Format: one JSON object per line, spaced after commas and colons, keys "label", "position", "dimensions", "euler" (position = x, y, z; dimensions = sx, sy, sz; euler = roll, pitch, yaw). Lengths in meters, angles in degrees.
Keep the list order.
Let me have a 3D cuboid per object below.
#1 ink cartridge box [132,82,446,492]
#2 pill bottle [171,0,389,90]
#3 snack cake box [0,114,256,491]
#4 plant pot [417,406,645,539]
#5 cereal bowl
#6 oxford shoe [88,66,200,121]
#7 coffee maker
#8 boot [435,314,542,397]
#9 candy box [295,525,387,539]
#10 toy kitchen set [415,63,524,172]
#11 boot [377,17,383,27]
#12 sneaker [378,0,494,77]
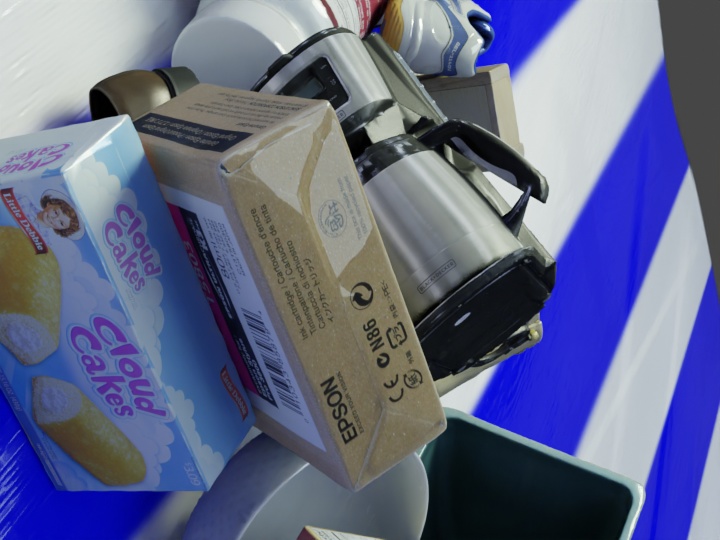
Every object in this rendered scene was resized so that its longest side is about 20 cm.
{"label": "ink cartridge box", "position": [-0.049, 0.004, 0.659], "dimensions": [0.075, 0.164, 0.202], "euler": [-31, 114, -23]}
{"label": "pill bottle", "position": [-0.054, -0.187, 0.865], "dimensions": [0.201, 0.113, 0.115], "euler": [-60, 137, -47]}
{"label": "snack cake box", "position": [-0.149, 0.025, 0.646], "dimensions": [0.067, 0.114, 0.202], "euler": [-55, 132, -50]}
{"label": "plant pot", "position": [0.112, 0.280, 1.017], "dimensions": [0.201, 0.194, 0.197], "euler": [92, 24, -48]}
{"label": "cereal bowl", "position": [-0.049, 0.180, 0.807], "dimensions": [0.199, 0.083, 0.202], "euler": [-26, 133, -32]}
{"label": "oxford shoe", "position": [-0.142, -0.024, 0.737], "dimensions": [0.084, 0.072, 0.203], "euler": [-10, 98, -38]}
{"label": "coffee maker", "position": [0.022, -0.035, 0.765], "dimensions": [0.201, 0.134, 0.193], "euler": [55, -14, 20]}
{"label": "boot", "position": [0.069, 0.055, 0.893], "dimensions": [0.073, 0.154, 0.200], "euler": [63, -8, 10]}
{"label": "candy box", "position": [0.007, 0.247, 0.801], "dimensions": [0.199, 0.055, 0.116], "euler": [25, 97, -52]}
{"label": "toy kitchen set", "position": [0.087, -0.104, 1.049], "dimensions": [0.200, 0.179, 0.165], "euler": [-33, 116, -55]}
{"label": "boot", "position": [0.018, -0.298, 1.073], "dimensions": [0.199, 0.072, 0.146], "euler": [-25, 106, -57]}
{"label": "sneaker", "position": [0.065, -0.198, 0.957], "dimensions": [0.201, 0.087, 0.076], "euler": [-72, 179, -61]}
